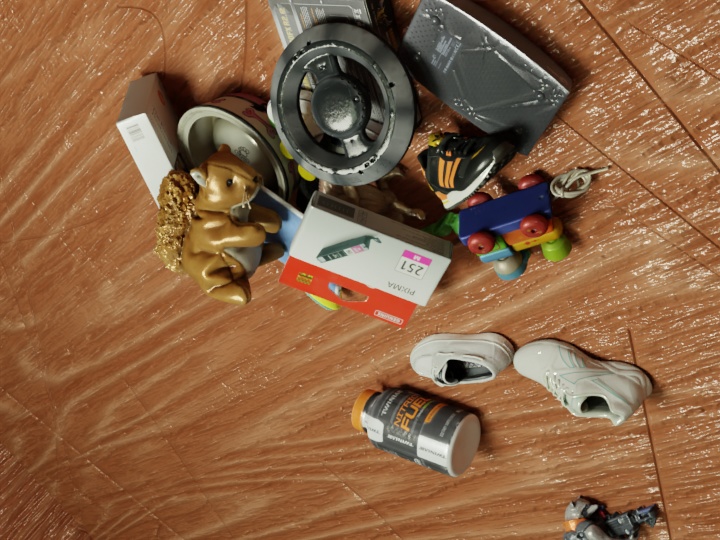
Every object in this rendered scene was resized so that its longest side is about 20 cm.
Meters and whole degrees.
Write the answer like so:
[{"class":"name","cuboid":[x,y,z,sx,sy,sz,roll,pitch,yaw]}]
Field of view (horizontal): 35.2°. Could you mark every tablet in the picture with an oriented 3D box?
[{"class":"tablet","cuboid":[-0.102,-0.050,1.625,0.200,0.014,0.130,36,146,22]}]

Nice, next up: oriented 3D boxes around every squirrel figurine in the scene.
[{"class":"squirrel figurine","cuboid":[-0.211,-0.079,1.574,0.200,0.142,0.187,13,127,24]}]

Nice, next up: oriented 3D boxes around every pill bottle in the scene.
[{"class":"pill bottle","cuboid":[0.084,0.253,1.828,0.200,0.106,0.106,16,137,31]}]

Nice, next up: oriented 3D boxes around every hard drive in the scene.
[{"class":"hard drive","cuboid":[0.144,-0.235,1.319,0.200,0.042,0.135,37,145,6]}]

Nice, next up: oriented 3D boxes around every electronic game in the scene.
[{"class":"electronic game","cuboid":[-0.023,-0.201,1.383,0.200,0.042,0.201,10,112,25]}]

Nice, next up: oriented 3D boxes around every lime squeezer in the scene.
[{"class":"lime squeezer","cuboid":[0.132,-0.054,1.536,0.200,0.038,0.071,7,163,38]}]

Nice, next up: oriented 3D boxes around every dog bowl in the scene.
[{"class":"dog bowl","cuboid":[-0.168,-0.171,1.653,0.200,0.074,0.200,26,141,23]}]

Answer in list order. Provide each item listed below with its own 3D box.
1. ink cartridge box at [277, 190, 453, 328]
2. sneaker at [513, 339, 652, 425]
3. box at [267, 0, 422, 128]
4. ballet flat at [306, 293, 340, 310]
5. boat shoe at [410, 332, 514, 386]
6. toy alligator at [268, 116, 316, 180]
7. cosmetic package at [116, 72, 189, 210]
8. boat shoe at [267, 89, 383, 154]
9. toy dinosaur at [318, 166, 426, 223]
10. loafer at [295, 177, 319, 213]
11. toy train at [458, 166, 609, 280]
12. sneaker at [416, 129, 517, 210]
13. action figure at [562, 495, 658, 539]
[{"class":"ink cartridge box","cuboid":[0.000,0.000,1.527,0.200,0.044,0.174,21,128,-7]},{"class":"sneaker","cuboid":[0.291,0.152,1.553,0.200,0.080,0.071,15,138,35]},{"class":"box","cuboid":[-0.019,-0.266,1.434,0.158,0.048,0.200,12,135,37]},{"class":"ballet flat","cuboid":[-0.087,-0.025,1.744,0.200,0.067,0.067,47,123,-4]},{"class":"boat shoe","cuboid":[0.140,0.142,1.691,0.200,0.069,0.072,-4,125,45]},{"class":"toy alligator","cuboid":[-0.048,-0.151,1.571,0.200,0.059,0.054,48,144,-9]},{"class":"cosmetic package","cuboid":[-0.294,-0.175,1.705,0.052,0.151,0.200,-19,122,6]},{"class":"boat shoe","cuboid":[-0.046,-0.175,1.458,0.200,0.065,0.074,21,141,26]},{"class":"toy dinosaur","cuboid":[0.000,-0.083,1.537,0.200,0.086,0.136,29,128,-19]},{"class":"loafer","cuboid":[-0.020,-0.056,1.646,0.200,0.073,0.071,53,150,-1]},{"class":"toy train","cuboid":[0.233,-0.056,1.405,0.200,0.085,0.116,-18,135,24]},{"class":"sneaker","cuboid":[0.119,-0.137,1.391,0.090,0.070,0.200,48,164,-1]},{"class":"action figure","cuboid":[0.377,0.429,1.724,0.194,0.104,0.200,62,145,21]}]
